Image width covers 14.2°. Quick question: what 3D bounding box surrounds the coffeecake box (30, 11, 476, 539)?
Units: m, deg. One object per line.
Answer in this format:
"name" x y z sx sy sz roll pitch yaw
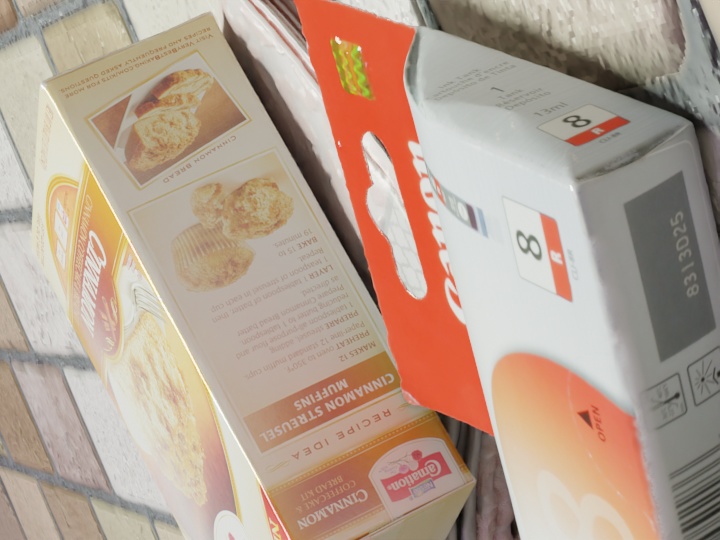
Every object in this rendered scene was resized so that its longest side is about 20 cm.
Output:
"coffeecake box" -0.046 0.032 1.069 0.201 0.073 0.154 60 162 16

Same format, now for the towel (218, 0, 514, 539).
"towel" 0.000 0.000 1.065 0.191 0.032 0.200 56 161 32

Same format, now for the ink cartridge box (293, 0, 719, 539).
"ink cartridge box" 0.037 0.010 0.867 0.200 0.050 0.163 22 135 51
